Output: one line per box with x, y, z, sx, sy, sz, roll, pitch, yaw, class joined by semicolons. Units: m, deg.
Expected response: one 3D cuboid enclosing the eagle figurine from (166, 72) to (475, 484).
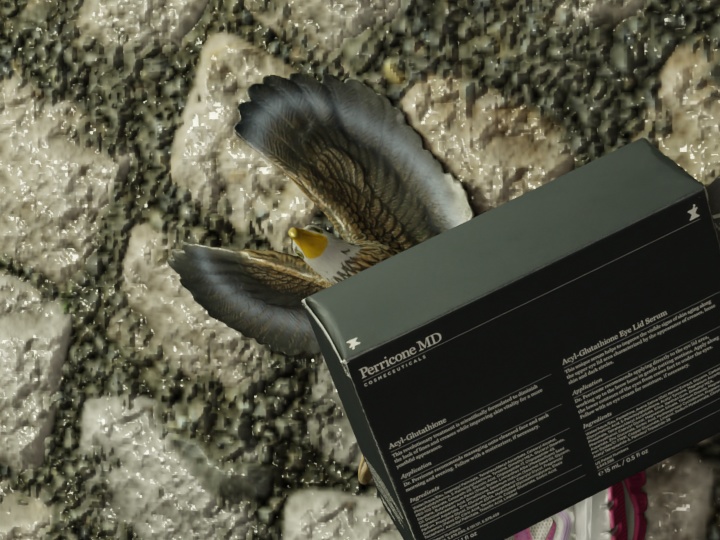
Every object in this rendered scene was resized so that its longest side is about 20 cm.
-0.003;-0.005;1.130;0.151;0.152;0.200;-32;42;-16;eagle figurine

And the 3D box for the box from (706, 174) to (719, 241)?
0.289;-0.015;1.026;0.200;0.048;0.159;46;109;13;box

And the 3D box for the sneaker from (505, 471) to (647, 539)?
0.110;0.190;1.109;0.088;0.081;0.202;-2;85;25;sneaker

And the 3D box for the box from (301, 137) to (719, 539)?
0.090;0.043;1.025;0.199;0.079;0.142;-25;122;-7;box
